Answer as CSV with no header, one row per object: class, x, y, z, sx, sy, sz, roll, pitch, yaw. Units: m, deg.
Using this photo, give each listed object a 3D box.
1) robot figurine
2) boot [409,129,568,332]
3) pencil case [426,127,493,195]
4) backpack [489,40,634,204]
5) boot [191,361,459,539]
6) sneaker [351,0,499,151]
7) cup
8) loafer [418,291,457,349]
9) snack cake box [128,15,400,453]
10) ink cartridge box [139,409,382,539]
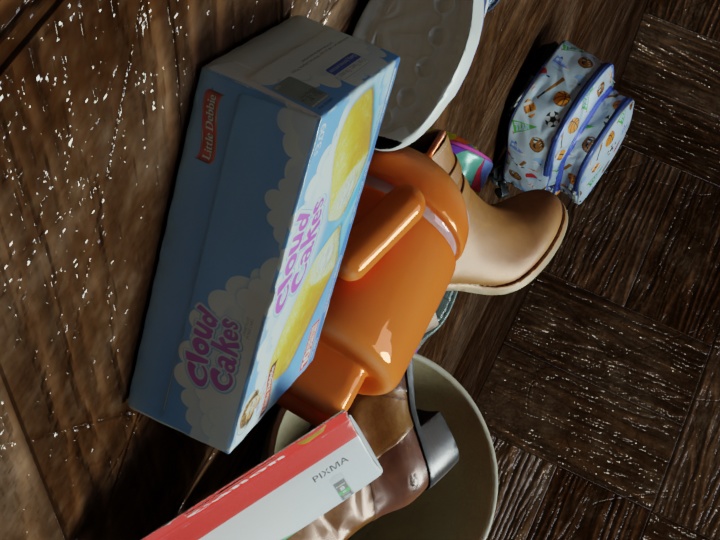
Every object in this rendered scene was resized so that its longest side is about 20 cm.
robot figurine,0.001,0.000,0.829,0.202,0.115,0.144,-62,145,-22
boot,0.073,-0.050,0.983,0.198,0.077,0.157,-27,131,-12
pencil case,0.042,-0.021,1.075,0.203,0.087,0.088,-68,169,8
backpack,0.261,-0.191,1.624,0.202,0.152,0.191,-60,158,-14
boot,-0.044,0.123,0.942,0.199,0.190,0.068,-32,-166,-25
sneaker,0.059,-0.172,0.843,0.146,0.079,0.203,0,107,-74
cup,-0.004,0.177,1.056,0.202,0.199,0.143,-61,-169,-24
loafer,0.032,0.062,1.278,0.202,0.071,0.063,-59,-172,-4
snack cake box,-0.052,-0.020,0.670,0.115,0.066,0.202,-49,160,-59
ink cartridge box,-0.062,0.150,0.782,0.160,0.050,0.200,-32,173,-5
